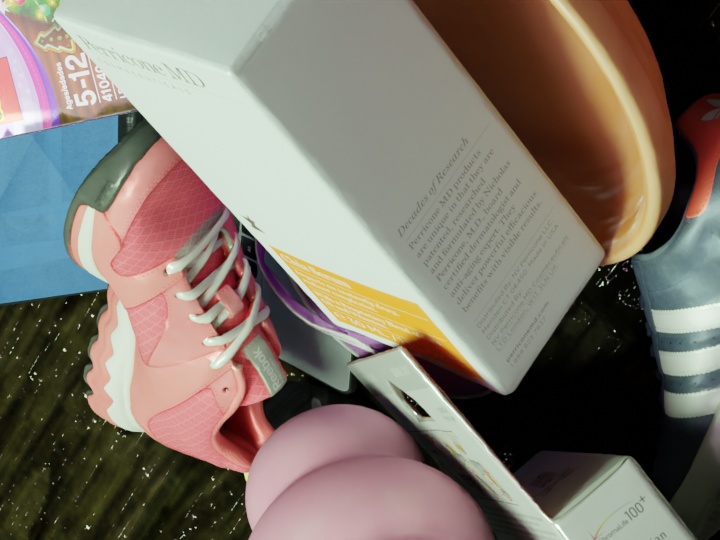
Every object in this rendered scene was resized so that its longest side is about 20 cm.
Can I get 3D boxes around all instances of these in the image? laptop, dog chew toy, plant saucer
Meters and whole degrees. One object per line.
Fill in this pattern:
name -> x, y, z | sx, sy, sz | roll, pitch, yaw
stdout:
laptop -> -0.106, -0.036, 1.109 | 0.200, 0.116, 0.188 | 27, 132, 27
dog chew toy -> 0.008, 0.132, 1.038 | 0.200, 0.124, 0.125 | -112, 26, -46
plant saucer -> 0.041, -0.087, 0.961 | 0.200, 0.037, 0.200 | 38, 158, 18

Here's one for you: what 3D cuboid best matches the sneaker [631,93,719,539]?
sneaker -> 0.135, 0.018, 1.004 | 0.084, 0.075, 0.200 | 33, 129, 26

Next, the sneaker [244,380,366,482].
sneaker -> -0.006, 0.142, 1.182 | 0.090, 0.078, 0.200 | -21, 105, 45

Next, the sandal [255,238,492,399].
sandal -> -0.006, 0.001, 1.059 | 0.082, 0.050, 0.203 | -5, 139, 31

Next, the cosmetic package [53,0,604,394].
cosmetic package -> -0.007, -0.047, 0.922 | 0.101, 0.071, 0.200 | 21, 160, 45

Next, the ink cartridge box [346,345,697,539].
ink cartridge box -> 0.075, 0.089, 1.029 | 0.176, 0.045, 0.200 | 51, 173, -1

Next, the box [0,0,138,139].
box -> -0.118, -0.159, 1.023 | 0.137, 0.039, 0.200 | -11, 100, 10

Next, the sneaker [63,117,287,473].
sneaker -> -0.063, 0.011, 1.056 | 0.087, 0.074, 0.200 | 32, 149, 21
